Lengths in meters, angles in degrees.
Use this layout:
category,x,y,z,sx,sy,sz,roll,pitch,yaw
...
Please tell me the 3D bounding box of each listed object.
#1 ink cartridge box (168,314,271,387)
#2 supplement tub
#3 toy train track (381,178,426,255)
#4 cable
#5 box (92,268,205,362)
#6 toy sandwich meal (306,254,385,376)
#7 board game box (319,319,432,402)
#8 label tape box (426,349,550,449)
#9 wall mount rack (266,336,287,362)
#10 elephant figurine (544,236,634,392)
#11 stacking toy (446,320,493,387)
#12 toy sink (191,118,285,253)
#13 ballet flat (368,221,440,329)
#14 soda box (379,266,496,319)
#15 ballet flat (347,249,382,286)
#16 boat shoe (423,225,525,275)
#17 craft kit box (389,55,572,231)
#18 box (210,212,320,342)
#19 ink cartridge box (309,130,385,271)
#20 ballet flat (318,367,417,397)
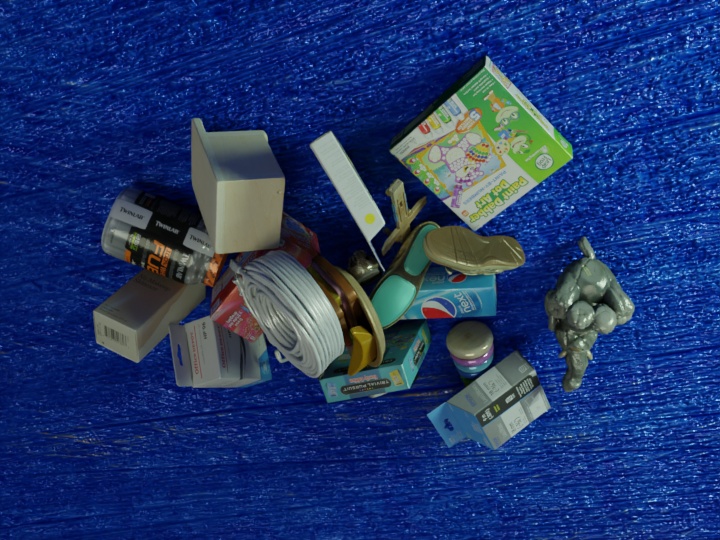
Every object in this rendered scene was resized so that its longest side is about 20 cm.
category,x,y,z,sx,sy,sz,roll,pitch,yaw
ink cartridge box,-0.249,0.148,1.391,0.067,0.117,0.200,-19,164,25
supplement tub,-0.326,-0.052,1.316,0.198,0.123,0.123,21,128,-5
toy train track,0.055,-0.094,1.205,0.032,0.115,0.200,36,169,17
cable,-0.105,0.066,1.181,0.199,0.069,0.201,18,137,54
box,-0.364,0.059,1.349,0.094,0.200,0.078,21,130,14
toy sandwich meal,-0.033,0.076,1.228,0.070,0.205,0.206,-28,127,-20
board game box,0.032,0.155,1.350,0.150,0.200,0.047,-13,104,20
label tape box,0.236,0.255,1.395,0.199,0.063,0.145,-36,136,-3
wall mount rack,-0.112,0.066,1.400,0.199,0.074,0.175,-19,84,23
elephant figurine,0.360,0.080,1.285,0.141,0.155,0.200,41,161,21
stacking toy,0.213,0.190,1.423,0.085,0.086,0.201,-5,130,15
toy sink,-0.194,-0.141,1.216,0.111,0.201,0.131,-7,129,-21
ballet flat,0.070,0.009,1.269,0.070,0.071,0.201,32,88,-14
soda box,0.133,0.038,1.327,0.198,0.068,0.065,-4,126,14
ballet flat,0.000,0.000,1.279,0.067,0.200,0.047,-27,84,-3
boat shoe,0.175,-0.021,1.233,0.199,0.074,0.063,8,149,-32
craft kit box,0.180,-0.184,1.168,0.197,0.049,0.200,38,125,-20
box,-0.162,0.009,1.310,0.095,0.100,0.200,32,111,-24
ink cartridge box,-0.003,-0.103,1.132,0.047,0.198,0.201,-32,95,2
ballet flat,0.009,0.208,1.480,0.198,0.069,0.068,6,127,6
